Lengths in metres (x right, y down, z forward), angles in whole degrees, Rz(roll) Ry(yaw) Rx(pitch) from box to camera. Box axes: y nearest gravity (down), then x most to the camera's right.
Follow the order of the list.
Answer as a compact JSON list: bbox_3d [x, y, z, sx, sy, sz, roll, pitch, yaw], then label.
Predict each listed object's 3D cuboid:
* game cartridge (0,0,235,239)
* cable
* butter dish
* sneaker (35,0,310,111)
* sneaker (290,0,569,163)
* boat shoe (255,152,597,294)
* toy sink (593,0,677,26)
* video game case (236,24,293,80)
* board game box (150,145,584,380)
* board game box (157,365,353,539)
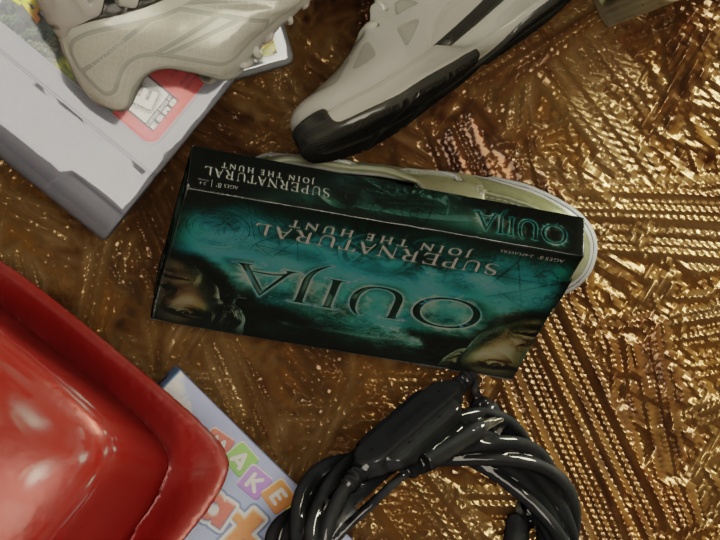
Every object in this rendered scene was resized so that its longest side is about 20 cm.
[{"bbox_3d":[-0.121,-0.133,1.175,0.133,0.041,0.200,38,84,-4],"label":"game cartridge"},{"bbox_3d":[0.032,0.159,1.194,0.200,0.051,0.163,-41,112,-33],"label":"cable"},{"bbox_3d":[-0.200,0.098,1.110,0.200,0.148,0.199,38,82,15],"label":"butter dish"},{"bbox_3d":[-0.058,-0.142,1.138,0.200,0.075,0.081,-20,107,-7],"label":"sneaker"},{"bbox_3d":[0.017,-0.144,1.191,0.200,0.076,0.115,-37,87,-29],"label":"sneaker"},{"bbox_3d":[0.031,-0.021,1.206,0.200,0.062,0.072,9,89,-9],"label":"boat shoe"},{"bbox_3d":[0.165,-0.209,1.157,0.112,0.200,0.130,-25,95,-8],"label":"toy sink"},{"bbox_3d":[-0.155,-0.169,1.198,0.200,0.023,0.182,-16,93,-9],"label":"video game case"},{"bbox_3d":[0.000,0.000,1.168,0.200,0.135,0.028,10,58,-8],"label":"board game box"},{"bbox_3d":[-0.113,0.174,1.199,0.151,0.037,0.200,45,83,-6],"label":"board game box"}]
